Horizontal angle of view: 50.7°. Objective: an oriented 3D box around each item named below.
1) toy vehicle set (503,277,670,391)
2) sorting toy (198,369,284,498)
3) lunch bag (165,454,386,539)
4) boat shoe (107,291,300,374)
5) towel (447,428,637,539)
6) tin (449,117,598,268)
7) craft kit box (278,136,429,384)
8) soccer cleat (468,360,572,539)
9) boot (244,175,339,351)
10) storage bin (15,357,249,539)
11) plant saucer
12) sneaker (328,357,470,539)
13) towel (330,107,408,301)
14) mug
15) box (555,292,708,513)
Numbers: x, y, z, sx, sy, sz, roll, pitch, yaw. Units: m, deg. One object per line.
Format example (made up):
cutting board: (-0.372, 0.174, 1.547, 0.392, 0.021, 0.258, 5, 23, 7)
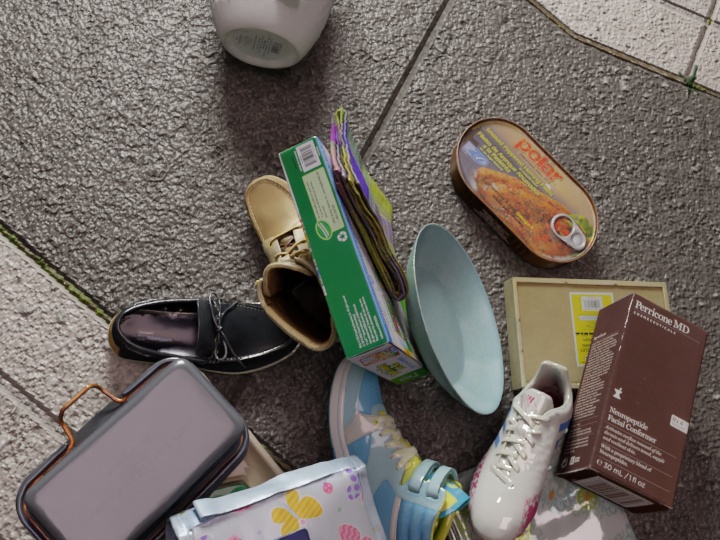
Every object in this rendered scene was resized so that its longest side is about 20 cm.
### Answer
toy vehicle set: (0.265, 0.074, 0.872, 0.197, 0.027, 0.126, 3, 74, -12)
sorting toy: (-0.176, 0.221, 0.707, 0.200, 0.036, 0.186, -40, 88, -19)
lunch bag: (-0.070, 0.263, 0.635, 0.168, 0.127, 0.203, -11, 118, -28)
boat shoe: (-0.152, 0.063, 0.762, 0.197, 0.062, 0.076, 3, 72, -13)
towel: (0.187, 0.273, 0.788, 0.198, 0.048, 0.173, -17, 80, -17)
tin: (0.192, -0.091, 0.897, 0.112, 0.042, 0.200, -43, 87, -16)
craft kit box: (0.000, 0.000, 0.733, 0.048, 0.197, 0.202, -23, 70, 11)
soccer cleat: (0.157, 0.170, 0.748, 0.069, 0.087, 0.200, 15, 42, 24)
boot: (-0.069, -0.013, 0.750, 0.072, 0.155, 0.202, -30, 85, 10)
storage bin: (-0.190, 0.155, 0.635, 0.146, 0.134, 0.200, 47, 66, 1)
plant saucer: (0.090, 0.052, 0.786, 0.038, 0.200, 0.204, -19, 76, 26)
sneaker: (0.041, 0.178, 0.736, 0.129, 0.079, 0.203, -9, 82, 27)
towel: (0.008, -0.071, 0.752, 0.023, 0.201, 0.145, -23, 117, 9)
mug: (-0.083, -0.327, 0.816, 0.146, 0.199, 0.178, 14, 77, -26)
box: (0.287, 0.138, 0.798, 0.099, 0.075, 0.202, 26, 64, -6)
